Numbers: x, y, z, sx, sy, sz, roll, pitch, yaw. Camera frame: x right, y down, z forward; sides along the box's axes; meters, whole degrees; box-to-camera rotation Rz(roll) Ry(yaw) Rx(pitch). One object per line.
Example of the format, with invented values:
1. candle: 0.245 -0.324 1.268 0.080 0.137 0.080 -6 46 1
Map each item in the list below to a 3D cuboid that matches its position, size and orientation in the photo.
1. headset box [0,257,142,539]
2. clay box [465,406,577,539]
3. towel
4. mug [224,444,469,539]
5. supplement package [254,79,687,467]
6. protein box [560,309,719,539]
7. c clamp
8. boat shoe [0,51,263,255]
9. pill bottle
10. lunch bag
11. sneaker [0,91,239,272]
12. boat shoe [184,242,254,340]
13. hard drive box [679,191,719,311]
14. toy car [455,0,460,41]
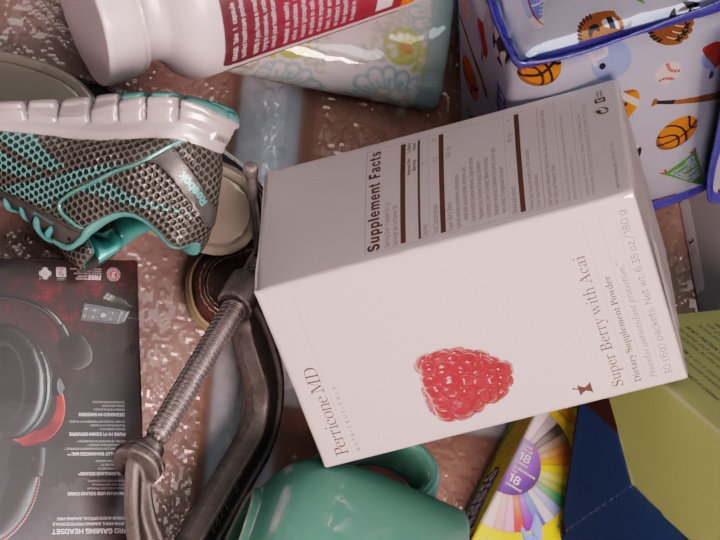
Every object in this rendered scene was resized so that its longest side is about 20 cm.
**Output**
1. headset box: -0.194 0.098 1.284 0.147 0.075 0.202 2 75 -16
2. clay box: 0.114 0.164 1.364 0.114 0.048 0.201 32 68 -8
3. towel: -0.023 -0.205 1.427 0.170 0.048 0.202 9 74 -10
4. mug: -0.022 0.174 1.284 0.114 0.185 0.153 22 104 -6
5. supplement package: 0.057 0.002 1.245 0.198 0.120 0.122 -15 122 11
6. protein box: 0.245 0.119 1.270 0.198 0.199 0.136 -5 115 -24
7. c clamp: -0.085 0.071 1.272 0.027 0.172 0.201 10 52 21
8. boat shoe: -0.143 -0.067 1.359 0.199 0.063 0.073 26 103 6
9. pill bottle: -0.064 -0.175 1.326 0.199 0.113 0.114 -21 82 -17
10. lunch bag: 0.163 -0.118 1.333 0.198 0.171 0.124 -16 55 -9
11. sneaker: -0.161 -0.045 1.277 0.198 0.077 0.092 -2 84 25
12. boat shoe: 0.000 0.000 1.364 0.198 0.072 0.073 -1 75 -14
13. hard drive box: 0.308 -0.004 1.446 0.198 0.077 0.157 -4 77 -17
14. toy car: 0.142 -0.237 1.445 0.183 0.178 0.201 -1 47 -23
